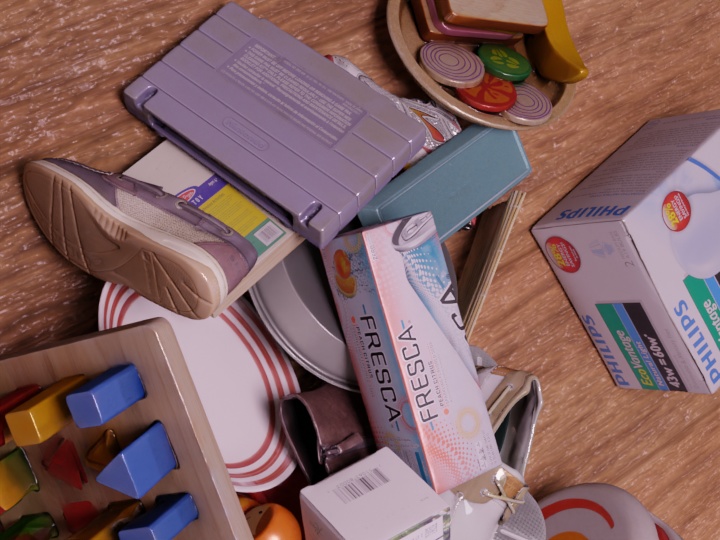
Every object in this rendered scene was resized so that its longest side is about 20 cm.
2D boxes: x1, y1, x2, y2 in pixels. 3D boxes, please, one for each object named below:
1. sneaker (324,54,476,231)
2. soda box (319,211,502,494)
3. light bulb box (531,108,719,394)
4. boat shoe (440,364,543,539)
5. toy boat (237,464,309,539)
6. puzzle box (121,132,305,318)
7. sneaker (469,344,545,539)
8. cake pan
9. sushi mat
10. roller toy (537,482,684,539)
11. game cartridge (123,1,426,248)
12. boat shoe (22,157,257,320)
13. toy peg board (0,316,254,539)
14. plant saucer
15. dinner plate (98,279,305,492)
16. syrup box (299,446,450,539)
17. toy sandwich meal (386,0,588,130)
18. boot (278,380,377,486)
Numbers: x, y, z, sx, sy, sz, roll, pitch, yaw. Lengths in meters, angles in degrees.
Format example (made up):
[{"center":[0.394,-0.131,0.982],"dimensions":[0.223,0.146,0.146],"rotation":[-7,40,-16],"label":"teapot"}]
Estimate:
[{"center":[0.033,-0.117,1.007],"dimensions":[0.200,0.078,0.082],"rotation":[40,63,-33],"label":"sneaker"},{"center":[0.037,0.062,0.876],"dimensions":[0.068,0.064,0.200],"rotation":[-18,95,-34],"label":"soda box"},{"center":[0.305,-0.019,1.134],"dimensions":[0.200,0.125,0.198],"rotation":[-40,109,-27],"label":"light bulb box"},{"center":[0.095,0.166,0.941],"dimensions":[0.075,0.068,0.200],"rotation":[39,56,-43],"label":"boat shoe"},{"center":[-0.090,0.191,0.882],"dimensions":[0.200,0.131,0.131],"rotation":[19,80,-30],"label":"toy boat"},{"center":[-0.087,-0.070,0.905],"dimensions":[0.133,0.025,0.200],"rotation":[40,66,20],"label":"puzzle box"},{"center":[0.099,0.165,1.040],"dimensions":[0.070,0.080,0.200],"rotation":[-4,71,-23],"label":"sneaker"},{"center":[0.000,0.000,0.952],"dimensions":[0.200,0.037,0.200],"rotation":[19,55,-29],"label":"cake pan"},{"center":[0.091,0.026,1.021],"dimensions":[0.012,0.096,0.200],"rotation":[24,76,-6],"label":"sushi mat"},{"center":[0.213,0.293,1.031],"dimensions":[0.140,0.200,0.183],"rotation":[42,63,-24],"label":"roller toy"},{"center":[-0.064,-0.116,0.900],"dimensions":[0.200,0.038,0.130],"rotation":[36,61,18],"label":"game cartridge"},{"center":[-0.157,-0.031,0.830],"dimensions":[0.065,0.200,0.072],"rotation":[-34,137,-40],"label":"boat shoe"},{"center":[-0.192,0.155,0.770],"dimensions":[0.098,0.199,0.200],"rotation":[-37,110,-58],"label":"toy peg board"},{"center":[0.076,-0.067,0.979],"dimensions":[0.200,0.019,0.070],"rotation":[-37,110,-37],"label":"plant saucer"},{"center":[-0.118,0.076,0.878],"dimensions":[0.200,0.024,0.200],"rotation":[40,29,-28],"label":"dinner plate"},{"center":[0.015,0.239,0.868],"dimensions":[0.079,0.081,0.200],"rotation":[-23,129,-27],"label":"syrup box"},{"center":[0.113,-0.213,1.018],"dimensions":[0.205,0.070,0.205],"rotation":[13,55,-19],"label":"toy sandwich meal"},{"center":[0.010,0.174,0.943],"dimensions":[0.166,0.072,0.200],"rotation":[-16,83,-62],"label":"boot"}]
